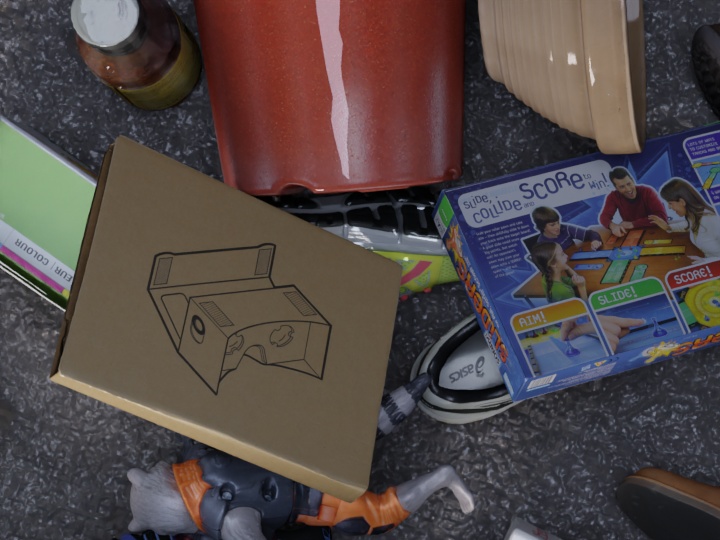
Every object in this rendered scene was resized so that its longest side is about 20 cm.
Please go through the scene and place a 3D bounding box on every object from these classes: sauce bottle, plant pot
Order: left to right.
[{"bbox_3d":[-0.138,-0.140,1.481,0.066,0.200,0.066,0,86,2],"label":"sauce bottle"},{"bbox_3d":[-0.017,-0.147,1.486,0.201,0.201,0.195,-4,94,3],"label":"plant pot"},{"bbox_3d":[0.122,-0.168,1.468,0.093,0.201,0.201,-2,87,9],"label":"plant pot"}]

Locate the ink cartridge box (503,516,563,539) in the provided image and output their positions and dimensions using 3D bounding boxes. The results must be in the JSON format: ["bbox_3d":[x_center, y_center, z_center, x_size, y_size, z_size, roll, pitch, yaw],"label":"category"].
[{"bbox_3d":[0.134,0.239,1.477,0.200,0.129,0.125,26,88,4],"label":"ink cartridge box"}]

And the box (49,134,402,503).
[{"bbox_3d":[-0.073,0.029,1.410,0.200,0.021,0.164,25,54,-22],"label":"box"}]

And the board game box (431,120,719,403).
[{"bbox_3d":[0.160,-0.009,1.482,0.200,0.034,0.135,-14,66,-19],"label":"board game box"}]

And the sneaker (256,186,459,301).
[{"bbox_3d":[0.000,0.000,1.535,0.200,0.078,0.090,1,113,-2],"label":"sneaker"}]

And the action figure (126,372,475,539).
[{"bbox_3d":[-0.055,0.112,1.478,0.193,0.105,0.200,-14,44,-20],"label":"action figure"}]

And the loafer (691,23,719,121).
[{"bbox_3d":[0.292,-0.090,1.522,0.200,0.073,0.071,44,80,0],"label":"loafer"}]

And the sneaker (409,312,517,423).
[{"bbox_3d":[0.125,0.039,1.510,0.200,0.088,0.076,-31,84,0],"label":"sneaker"}]

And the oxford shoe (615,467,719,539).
[{"bbox_3d":[0.259,0.161,1.516,0.200,0.071,0.071,21,59,6],"label":"oxford shoe"}]

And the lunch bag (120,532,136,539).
[{"bbox_3d":[-0.108,0.269,1.429,0.170,0.200,0.127,37,62,12],"label":"lunch bag"}]

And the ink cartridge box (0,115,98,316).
[{"bbox_3d":[-0.181,-0.026,1.476,0.148,0.200,0.076,35,90,5],"label":"ink cartridge box"}]

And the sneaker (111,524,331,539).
[{"bbox_3d":[-0.113,0.188,1.533,0.200,0.070,0.078,4,61,11],"label":"sneaker"}]
